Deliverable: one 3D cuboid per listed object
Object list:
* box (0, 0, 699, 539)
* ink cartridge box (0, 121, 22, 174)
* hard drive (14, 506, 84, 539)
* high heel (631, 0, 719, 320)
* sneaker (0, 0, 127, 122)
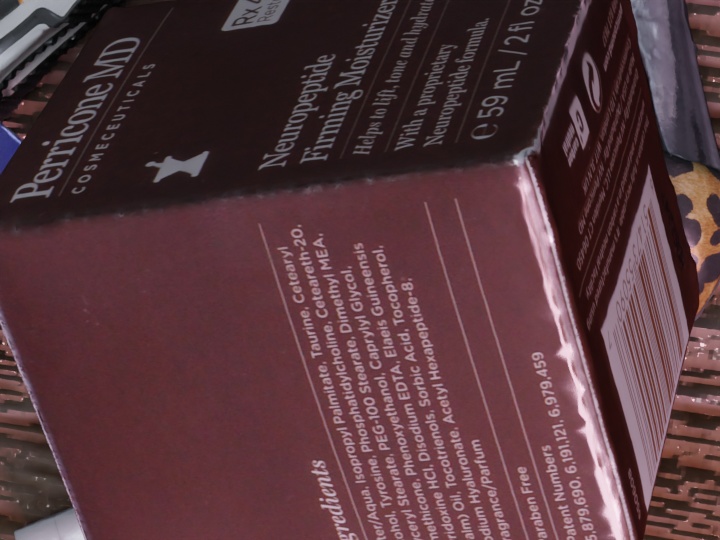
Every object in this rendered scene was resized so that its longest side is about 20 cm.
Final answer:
[{"bbox_3d":[0.000,0.000,0.939,0.199,0.166,0.165,-7,121,19],"label":"box"},{"bbox_3d":[-0.235,-0.023,1.038,0.200,0.047,0.198,44,115,11],"label":"ink cartridge box"},{"bbox_3d":[-0.023,0.129,1.062,0.199,0.026,0.133,-22,90,8],"label":"hard drive"},{"bbox_3d":[0.041,-0.036,1.023,0.199,0.071,0.144,-11,89,2],"label":"high heel"},{"bbox_3d":[-0.133,-0.123,1.042,0.200,0.074,0.080,-40,85,7],"label":"sneaker"}]
